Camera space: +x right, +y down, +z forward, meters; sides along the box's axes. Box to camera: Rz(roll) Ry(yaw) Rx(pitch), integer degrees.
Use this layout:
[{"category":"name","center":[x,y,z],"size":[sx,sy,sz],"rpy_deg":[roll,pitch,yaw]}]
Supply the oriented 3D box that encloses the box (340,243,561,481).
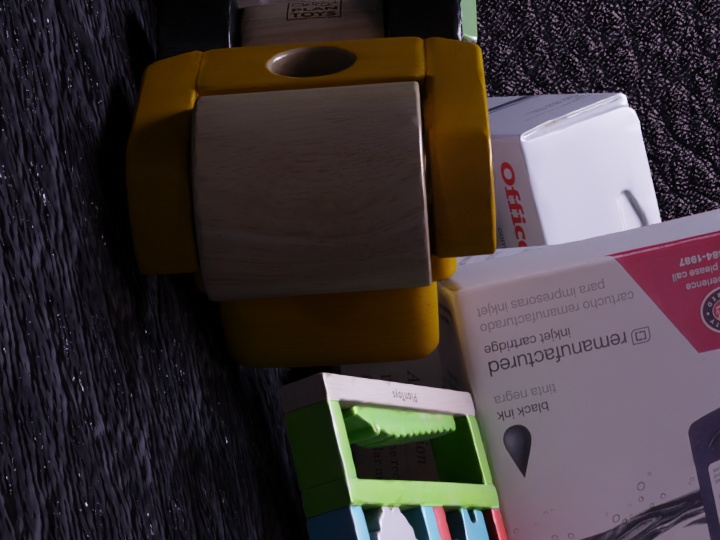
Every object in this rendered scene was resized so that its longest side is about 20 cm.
[{"category":"box","center":[0.082,0.102,1.116],"size":[0.200,0.130,0.200],"rpy_deg":[-44,128,-73]}]

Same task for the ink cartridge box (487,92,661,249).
[{"category":"ink cartridge box","center":[0.084,-0.024,1.359],"size":[0.200,0.084,0.147],"rpy_deg":[3,-69,58]}]

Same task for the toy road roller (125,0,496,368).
[{"category":"toy road roller","center":[-0.013,-0.018,0.855],"size":[0.200,0.122,0.147],"rpy_deg":[-89,175,-66]}]

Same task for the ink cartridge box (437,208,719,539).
[{"category":"ink cartridge box","center":[0.119,0.087,0.958],"size":[0.084,0.144,0.201],"rpy_deg":[-139,-143,-81]}]

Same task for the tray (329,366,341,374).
[{"category":"tray","center":[0.000,0.000,1.247],"size":[0.099,0.037,0.201],"rpy_deg":[67,10,-51]}]

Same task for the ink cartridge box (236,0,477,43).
[{"category":"ink cartridge box","center":[-0.016,-0.177,1.012],"size":[0.067,0.117,0.201],"rpy_deg":[-45,-145,45]}]

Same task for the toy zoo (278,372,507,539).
[{"category":"toy zoo","center":[0.030,0.139,0.830],"size":[0.131,0.020,0.201],"rpy_deg":[12,62,-63]}]
